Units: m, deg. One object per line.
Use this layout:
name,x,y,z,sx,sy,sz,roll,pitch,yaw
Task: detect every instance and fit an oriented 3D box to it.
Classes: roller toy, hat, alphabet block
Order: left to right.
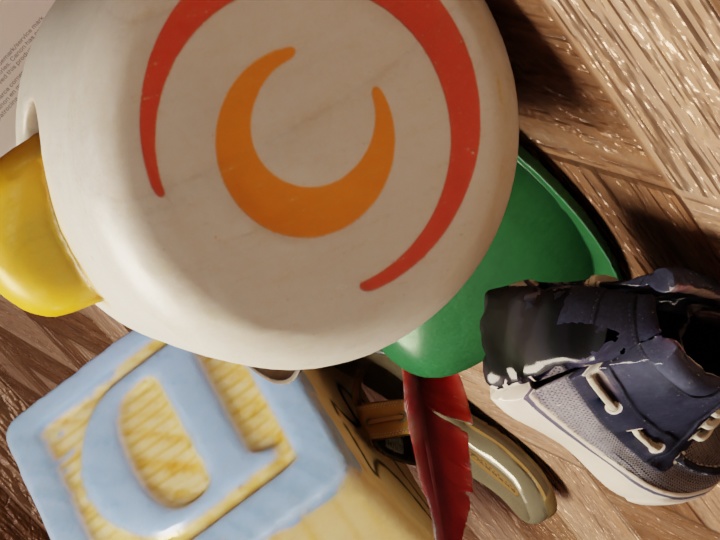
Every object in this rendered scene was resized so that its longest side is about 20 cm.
alphabet block,-0.079,0.151,1.525,0.200,0.196,0.196,47,-169,-53
roller toy,-0.042,-0.053,0.934,0.182,0.201,0.140,26,173,-20
hat,0.009,0.029,1.063,0.200,0.176,0.166,36,166,25

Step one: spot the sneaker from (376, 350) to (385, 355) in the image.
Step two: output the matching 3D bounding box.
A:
sneaker,-0.029,-0.031,1.172,0.200,0.077,0.084,45,-175,0

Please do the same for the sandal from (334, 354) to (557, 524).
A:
sandal,0.038,0.101,1.481,0.200,0.054,0.080,39,166,21

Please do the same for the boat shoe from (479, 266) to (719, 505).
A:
boat shoe,0.138,0.052,1.006,0.092,0.075,0.200,-10,159,33

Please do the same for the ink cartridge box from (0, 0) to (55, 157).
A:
ink cartridge box,-0.183,-0.125,1.092,0.199,0.145,0.084,35,165,23

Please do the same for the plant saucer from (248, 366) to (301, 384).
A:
plant saucer,-0.073,-0.032,1.314,0.200,0.032,0.201,51,155,34
